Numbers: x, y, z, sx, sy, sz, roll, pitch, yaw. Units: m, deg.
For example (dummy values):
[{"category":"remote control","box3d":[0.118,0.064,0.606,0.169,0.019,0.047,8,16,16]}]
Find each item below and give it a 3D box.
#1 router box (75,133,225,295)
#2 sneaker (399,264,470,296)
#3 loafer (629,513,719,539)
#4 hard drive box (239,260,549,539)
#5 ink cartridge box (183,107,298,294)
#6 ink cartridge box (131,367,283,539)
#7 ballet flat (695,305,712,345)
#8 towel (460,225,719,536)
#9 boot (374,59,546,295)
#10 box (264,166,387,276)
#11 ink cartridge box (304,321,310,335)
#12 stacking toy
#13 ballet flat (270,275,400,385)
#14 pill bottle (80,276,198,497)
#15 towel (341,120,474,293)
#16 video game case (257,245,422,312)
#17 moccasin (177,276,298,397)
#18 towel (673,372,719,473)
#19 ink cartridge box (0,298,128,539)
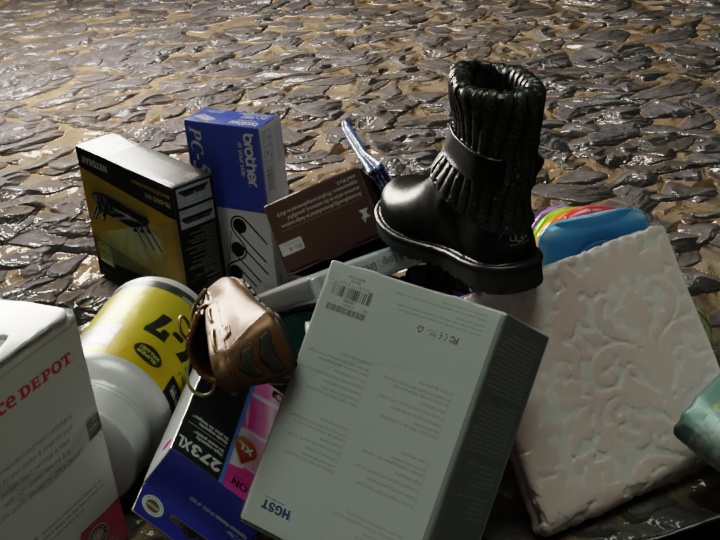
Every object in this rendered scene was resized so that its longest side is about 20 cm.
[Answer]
[{"category":"router box","box3d":[-0.223,-0.047,1.216,0.052,0.159,0.199,-24,32,-34]},{"category":"sneaker","box3d":[0.055,0.046,1.041,0.069,0.100,0.200,2,27,18]},{"category":"loafer","box3d":[0.188,0.198,0.757,0.198,0.064,0.072,-11,27,-11]},{"category":"hard drive box","box3d":[0.022,0.113,0.805,0.155,0.202,0.077,17,-6,36]},{"category":"ink cartridge box","box3d":[-0.122,-0.063,1.180,0.093,0.202,0.044,10,29,28]},{"category":"ink cartridge box","box3d":[-0.108,0.144,0.896,0.094,0.037,0.200,39,27,-13]},{"category":"ballet flat","box3d":[0.217,0.063,1.027,0.198,0.071,0.071,-1,27,9]},{"category":"towel","box3d":[0.187,0.081,0.881,0.198,0.193,0.032,-18,-6,-23]},{"category":"boot","box3d":[0.075,-0.086,0.880,0.079,0.159,0.211,-17,24,-25]},{"category":"box","box3d":[-0.021,-0.043,1.131,0.099,0.076,0.200,-22,-2,6]},{"category":"ink cartridge box","box3d":[0.060,0.090,0.926,0.198,0.116,0.068,-7,7,-4]},{"category":"stacking toy","box3d":[0.215,-0.026,1.180,0.115,0.111,0.200,-11,16,-7]},{"category":"ballet flat","box3d":[-0.038,0.060,1.093,0.199,0.071,0.065,-19,2,-30]},{"category":"pill bottle","box3d":[-0.200,0.099,0.970,0.113,0.115,0.200,0,28,11]},{"category":"towel","box3d":[0.055,-0.060,1.172,0.024,0.200,0.145,-37,28,5]},{"category":"video game case","box3d":[0.000,0.000,1.030,0.181,0.024,0.200,-20,0,-24]},{"category":"moccasin","box3d":[-0.105,0.055,0.876,0.077,0.074,0.201,-25,19,-11]},{"category":"towel","box3d":[0.352,0.120,0.849,0.171,0.048,0.199,36,45,28]},{"category":"ink cartridge box","box3d":[-0.254,0.141,0.799,0.084,0.202,0.146,9,29,26]}]
